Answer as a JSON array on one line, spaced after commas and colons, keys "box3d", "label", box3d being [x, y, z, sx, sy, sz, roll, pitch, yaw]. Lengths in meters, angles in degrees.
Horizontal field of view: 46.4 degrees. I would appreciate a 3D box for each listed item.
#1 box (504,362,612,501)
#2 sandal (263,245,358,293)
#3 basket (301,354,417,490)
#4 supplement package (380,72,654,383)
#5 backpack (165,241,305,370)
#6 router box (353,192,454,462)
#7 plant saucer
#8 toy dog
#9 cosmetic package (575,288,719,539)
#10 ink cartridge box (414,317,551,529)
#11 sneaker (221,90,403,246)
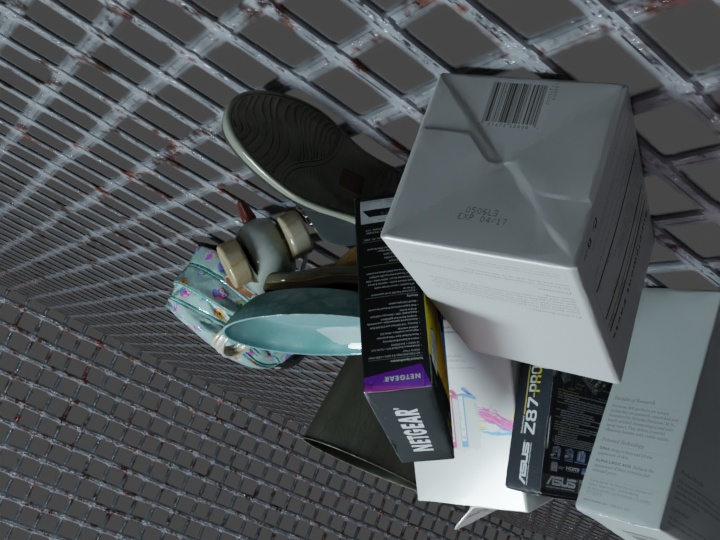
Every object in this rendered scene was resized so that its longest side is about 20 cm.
[{"box3d": [0.226, 0.130, 0.755, 0.199, 0.162, 0.049, 16, 169, -30], "label": "box"}, {"box3d": [0.000, 0.000, 0.856, 0.199, 0.054, 0.080, -2, 159, 6], "label": "sandal"}, {"box3d": [0.041, 0.145, 1.028, 0.136, 0.201, 0.180, 4, 155, 48], "label": "basket"}, {"box3d": [0.116, -0.021, 0.560, 0.121, 0.120, 0.200, 11, 160, 28], "label": "supplement package"}, {"box3d": [-0.163, 0.052, 1.133, 0.166, 0.127, 0.200, 15, 159, 34], "label": "backpack"}, {"box3d": [0.038, 0.053, 0.659, 0.051, 0.150, 0.200, -6, 154, 8], "label": "router box"}, {"box3d": [-0.043, 0.053, 0.873, 0.199, 0.036, 0.200, 1, 164, 0], "label": "plant saucer"}, {"box3d": [-0.107, -0.003, 0.935, 0.131, 0.097, 0.200, -11, 143, -27], "label": "toy dog"}, {"box3d": [0.264, 0.126, 0.691, 0.113, 0.201, 0.081, 36, 157, -33], "label": "cosmetic package"}, {"box3d": [0.133, 0.139, 0.812, 0.125, 0.201, 0.128, -8, 179, 42], "label": "ink cartridge box"}, {"box3d": [-0.041, -0.068, 0.689, 0.200, 0.075, 0.106, 30, 159, -27], "label": "sneaker"}]
